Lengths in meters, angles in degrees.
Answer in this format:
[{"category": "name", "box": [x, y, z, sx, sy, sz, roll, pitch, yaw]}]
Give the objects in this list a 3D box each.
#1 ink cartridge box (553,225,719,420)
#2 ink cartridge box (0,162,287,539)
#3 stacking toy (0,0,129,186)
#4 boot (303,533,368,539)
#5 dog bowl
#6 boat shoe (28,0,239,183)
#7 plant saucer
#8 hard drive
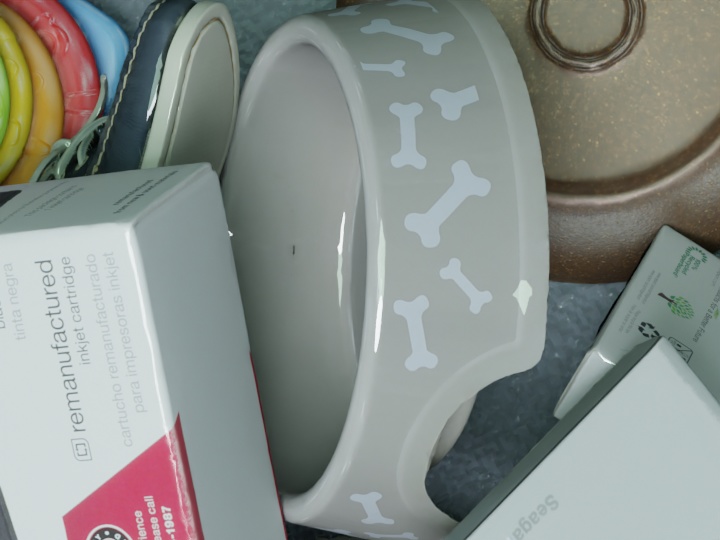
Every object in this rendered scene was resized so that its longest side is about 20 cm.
[{"category": "ink cartridge box", "box": [0.173, 0.068, 0.966, 0.199, 0.099, 0.039, 31, 125, 6]}, {"category": "ink cartridge box", "box": [-0.139, 0.051, 0.914, 0.199, 0.083, 0.146, -6, 104, 19]}, {"category": "stacking toy", "box": [-0.163, -0.061, 0.969, 0.109, 0.200, 0.116, 28, 95, 8]}, {"category": "boot", "box": [0.039, 0.180, 0.955, 0.210, 0.158, 0.080, 7, 133, 8]}, {"category": "dog bowl", "box": [0.000, 0.000, 0.944, 0.058, 0.200, 0.201, 2, 90, -20]}, {"category": "boat shoe", "box": [-0.090, -0.019, 0.993, 0.062, 0.075, 0.201, 27, 133, 16]}, {"category": "plant saucer", "box": [0.086, -0.095, 1.016, 0.199, 0.037, 0.201, 0, 91, 8]}, {"category": "hard drive", "box": [0.118, 0.139, 0.890, 0.132, 0.026, 0.200, -43, 96, -26]}]
